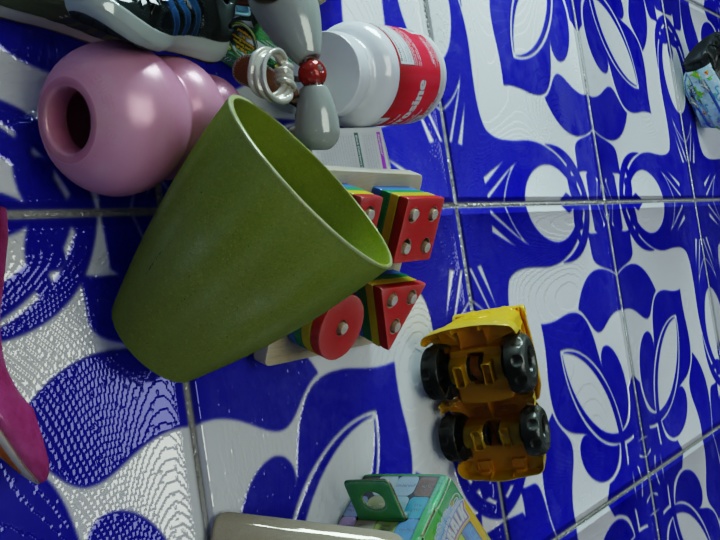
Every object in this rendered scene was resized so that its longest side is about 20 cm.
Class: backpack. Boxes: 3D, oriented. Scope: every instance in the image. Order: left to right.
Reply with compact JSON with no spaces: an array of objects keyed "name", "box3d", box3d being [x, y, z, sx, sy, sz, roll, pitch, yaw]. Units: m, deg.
[{"name":"backpack","box3d":[0.837,-0.432,1.968,0.200,0.154,0.163,46,44,-4]}]

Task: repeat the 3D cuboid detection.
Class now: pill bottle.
[{"name":"pill bottle","box3d":[0.010,-0.217,0.936,0.200,0.111,0.113,-21,98,-59]}]

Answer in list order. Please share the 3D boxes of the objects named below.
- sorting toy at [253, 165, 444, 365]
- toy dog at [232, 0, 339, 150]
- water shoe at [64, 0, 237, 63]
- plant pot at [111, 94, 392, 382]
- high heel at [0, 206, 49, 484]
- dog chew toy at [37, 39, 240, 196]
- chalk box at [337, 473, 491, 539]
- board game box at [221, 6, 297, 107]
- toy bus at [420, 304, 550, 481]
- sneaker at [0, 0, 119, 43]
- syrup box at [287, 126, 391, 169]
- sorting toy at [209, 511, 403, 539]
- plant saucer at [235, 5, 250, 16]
[{"name":"sorting toy","box3d":[0.000,0.000,0.863,0.199,0.069,0.201,-6,114,-53]},{"name":"toy dog","box3d":[-0.079,-0.213,0.802,0.131,0.096,0.202,24,62,-46]},{"name":"water shoe","box3d":[-0.164,-0.222,0.678,0.080,0.071,0.200,-68,168,14]},{"name":"plant pot","box3d":[-0.108,-0.007,0.698,0.187,0.200,0.187,45,12,-13]},{"name":"high heel","box3d":[-0.260,0.053,0.620,0.096,0.067,0.201,-34,95,-37]},{"name":"dog chew toy","box3d":[-0.174,-0.131,0.724,0.199,0.124,0.126,-17,95,-58]},{"name":"chalk box","box3d":[0.048,0.299,0.885,0.201,0.124,0.124,57,45,-24]},{"name":"board game box","box3d":[-0.124,-0.261,0.878,0.199,0.023,0.106,26,61,-43]},{"name":"toy bus","box3d":[0.176,0.142,1.081,0.192,0.135,0.202,-34,111,-64]},{"name":"sneaker","box3d":[-0.219,-0.236,0.697,0.199,0.089,0.068,-2,83,-43]},{"name":"syrup box","box3d":[-0.057,-0.101,0.880,0.199,0.078,0.082,-12,91,-50]},{"name":"sorting toy","box3d":[-0.055,0.328,0.747,0.183,0.037,0.202,9,69,-8]},{"name":"plant saucer","box3d":[-0.158,-0.351,0.830,0.070,0.019,0.202,-12,92,-50]}]
